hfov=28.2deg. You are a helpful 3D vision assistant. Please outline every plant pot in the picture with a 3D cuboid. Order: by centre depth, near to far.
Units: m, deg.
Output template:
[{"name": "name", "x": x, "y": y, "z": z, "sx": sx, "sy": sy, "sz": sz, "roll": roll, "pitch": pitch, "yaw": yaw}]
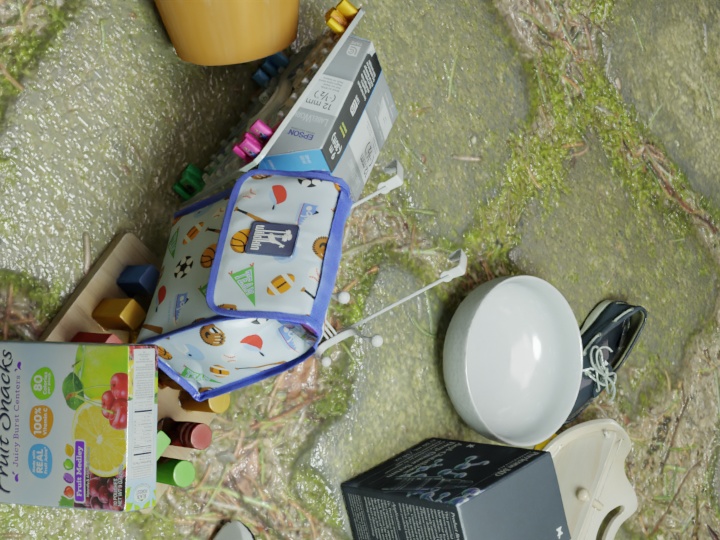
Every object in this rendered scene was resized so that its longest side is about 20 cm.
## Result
[{"name": "plant pot", "x": -0.136, "y": -0.309, "z": 1.405, "sx": 0.199, "sy": 0.199, "sz": 0.185, "roll": -28, "pitch": 122, "yaw": -36}]

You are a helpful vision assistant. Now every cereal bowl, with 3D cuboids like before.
[{"name": "cereal bowl", "x": 0.169, "y": 0.106, "z": 1.702, "sx": 0.198, "sy": 0.083, "sz": 0.203, "roll": 1, "pitch": 88, "yaw": -39}]

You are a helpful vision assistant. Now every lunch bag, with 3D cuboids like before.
[{"name": "lunch bag", "x": -0.100, "y": 0.006, "z": 1.331, "sx": 0.124, "sy": 0.198, "sz": 0.172, "roll": 39, "pitch": 49, "yaw": -36}]

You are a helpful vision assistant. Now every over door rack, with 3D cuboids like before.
[{"name": "over door rack", "x": 0.000, "y": 0.000, "z": 1.514, "sx": 0.199, "sy": 0.067, "sz": 0.148, "roll": -34, "pitch": 119, "yaw": 7}]

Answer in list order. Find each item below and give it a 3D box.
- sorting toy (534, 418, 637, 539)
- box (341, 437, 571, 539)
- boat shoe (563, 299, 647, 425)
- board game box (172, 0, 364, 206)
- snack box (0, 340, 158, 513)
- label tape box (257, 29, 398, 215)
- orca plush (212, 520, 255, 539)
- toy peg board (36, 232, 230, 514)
[{"name": "sorting toy", "x": 0.285, "y": 0.310, "z": 1.791, "sx": 0.180, "sy": 0.106, "sz": 0.202, "roll": 42, "pitch": 64, "yaw": -39}, {"name": "box", "x": 0.102, "y": 0.265, "z": 1.570, "sx": 0.147, "sy": 0.199, "sz": 0.109, "roll": -22, "pitch": 103, "yaw": -37}, {"name": "boat shoe", "x": 0.300, "y": 0.119, "z": 1.821, "sx": 0.200, "sy": 0.061, "sz": 0.075, "roll": -48, "pitch": 119, "yaw": -29}, {"name": "board game box", "x": -0.096, "y": -0.165, "z": 1.419, "sx": 0.026, "sy": 0.199, "sz": 0.201, "roll": 40, "pitch": 65, "yaw": -16}, {"name": "snack box", "x": -0.275, "y": 0.134, "z": 1.266, "sx": 0.053, "sy": 0.197, "sz": 0.144, "roll": 7, "pitch": 84, "yaw": -65}, {"name": "label tape box", "x": -0.036, "y": -0.127, "z": 1.508, "sx": 0.144, "sy": 0.065, "sz": 0.202, "roll": 64, "pitch": 45, "yaw": -61}, {"name": "orca plush", "x": -0.120, "y": 0.354, "z": 1.438, "sx": 0.104, "sy": 0.201, "sz": 0.071, "roll": -28, "pitch": 131, "yaw": 10}, {"name": "toy peg board", "x": -0.201, "y": 0.102, "z": 1.391, "sx": 0.200, "sy": 0.097, "sz": 0.200, "roll": 49, "pitch": 61, "yaw": -28}]
